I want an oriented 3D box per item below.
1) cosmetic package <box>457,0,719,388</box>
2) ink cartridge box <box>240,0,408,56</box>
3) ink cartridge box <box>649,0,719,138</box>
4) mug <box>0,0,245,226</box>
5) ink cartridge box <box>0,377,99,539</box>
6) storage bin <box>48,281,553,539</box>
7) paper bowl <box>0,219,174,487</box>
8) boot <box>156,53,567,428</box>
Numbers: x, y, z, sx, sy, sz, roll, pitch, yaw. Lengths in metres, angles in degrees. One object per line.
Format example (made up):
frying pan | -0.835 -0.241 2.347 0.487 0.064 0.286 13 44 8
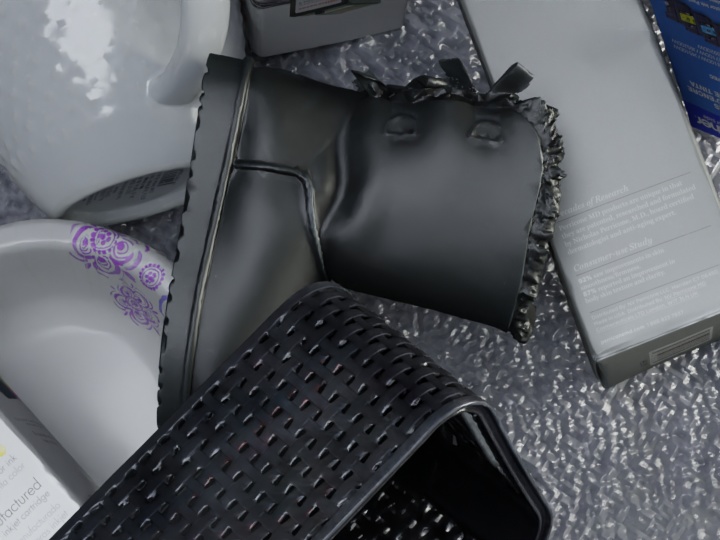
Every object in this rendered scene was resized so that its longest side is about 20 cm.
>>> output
cosmetic package | 0.115 -0.057 0.983 0.090 0.107 0.201 -23 77 5
ink cartridge box | -0.027 -0.204 0.976 0.084 0.200 0.146 -12 79 -5
ink cartridge box | 0.203 -0.142 0.948 0.076 0.200 0.137 29 71 34
mug | -0.117 -0.125 0.985 0.147 0.200 0.176 -11 79 -31
ink cartridge box | -0.216 0.077 0.921 0.117 0.067 0.200 -44 78 0
storage bin | -0.033 0.122 0.822 0.200 0.135 0.094 -45 54 -10
paper bowl | -0.142 0.082 0.999 0.200 0.104 0.202 -1 81 8
boot | 0.000 0.001 0.906 0.162 0.073 0.199 9 89 -1
